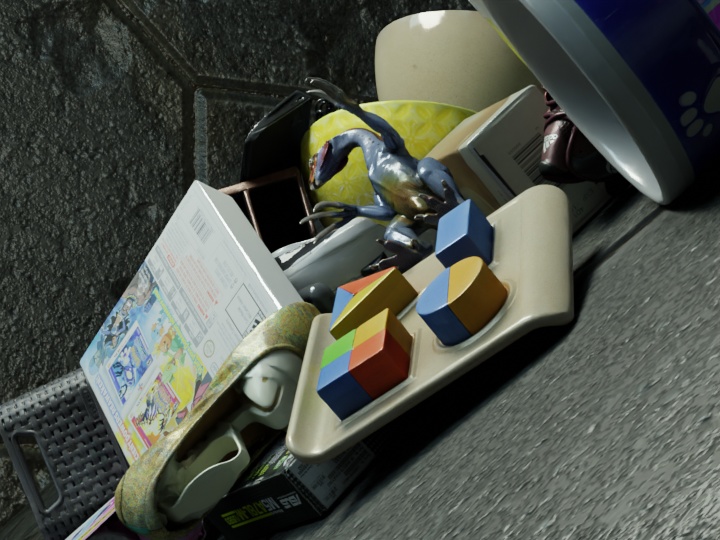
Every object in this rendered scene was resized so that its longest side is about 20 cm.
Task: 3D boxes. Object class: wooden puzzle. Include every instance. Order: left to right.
[{"bbox_3d":[0.040,0.022,1.231,0.199,0.046,0.186,-30,20,19],"label":"wooden puzzle"}]

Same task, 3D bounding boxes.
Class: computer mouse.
[{"bbox_3d":[0.000,0.000,1.493,0.199,0.110,0.044,-26,31,20],"label":"computer mouse"}]

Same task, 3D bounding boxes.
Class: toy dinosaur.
[{"bbox_3d":[0.027,-0.051,1.407,0.105,0.199,0.182,-60,16,17],"label":"toy dinosaur"}]

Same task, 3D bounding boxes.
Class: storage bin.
[{"bbox_3d":[-0.241,0.168,1.719,0.093,0.136,0.200,-24,-7,-1],"label":"storage bin"}]

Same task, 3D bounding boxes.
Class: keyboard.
[{"bbox_3d":[-0.067,-0.083,1.697,0.127,0.021,0.201,-36,-25,-32],"label":"keyboard"}]

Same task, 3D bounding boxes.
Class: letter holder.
[{"bbox_3d":[-0.069,0.036,1.664,0.100,0.143,0.201,-17,-36,-3],"label":"letter holder"}]

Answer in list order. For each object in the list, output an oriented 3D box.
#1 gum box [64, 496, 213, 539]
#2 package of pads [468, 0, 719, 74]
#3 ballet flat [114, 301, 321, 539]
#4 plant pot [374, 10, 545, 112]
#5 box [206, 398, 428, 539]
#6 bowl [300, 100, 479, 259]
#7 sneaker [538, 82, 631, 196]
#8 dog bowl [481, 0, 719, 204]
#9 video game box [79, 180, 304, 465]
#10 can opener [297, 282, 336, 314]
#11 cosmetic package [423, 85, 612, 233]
[{"bbox_3d":[-0.191,0.224,1.552,0.200,0.066,0.114,-42,4,15],"label":"gum box"},{"bbox_3d":[0.184,-0.197,1.419,0.154,0.200,0.068,-40,7,20],"label":"package of pads"},{"bbox_3d":[-0.083,0.106,1.309,0.200,0.071,0.071,-46,6,-14],"label":"ballet flat"},{"bbox_3d":[0.106,-0.150,1.885,0.200,0.199,0.135,148,132,-63],"label":"plant pot"},{"bbox_3d":[-0.010,0.099,1.345,0.200,0.048,0.193,-46,4,-25],"label":"box"},{"bbox_3d":[0.042,-0.051,1.641,0.200,0.199,0.108,-35,46,56],"label":"bowl"},{"bbox_3d":[0.143,-0.128,1.325,0.116,0.200,0.076,-53,26,-17],"label":"sneaker"},{"bbox_3d":[0.155,-0.141,1.194,0.079,0.200,0.200,-39,5,1],"label":"dog bowl"},{"bbox_3d":[-0.126,0.058,1.455,0.183,0.047,0.200,-54,37,14],"label":"video game box"},{"bbox_3d":[-0.099,0.043,1.500,0.200,0.067,0.053,-25,19,49],"label":"can opener"},{"bbox_3d":[0.113,-0.069,1.470,0.071,0.105,0.200,-42,3,-10],"label":"cosmetic package"}]
